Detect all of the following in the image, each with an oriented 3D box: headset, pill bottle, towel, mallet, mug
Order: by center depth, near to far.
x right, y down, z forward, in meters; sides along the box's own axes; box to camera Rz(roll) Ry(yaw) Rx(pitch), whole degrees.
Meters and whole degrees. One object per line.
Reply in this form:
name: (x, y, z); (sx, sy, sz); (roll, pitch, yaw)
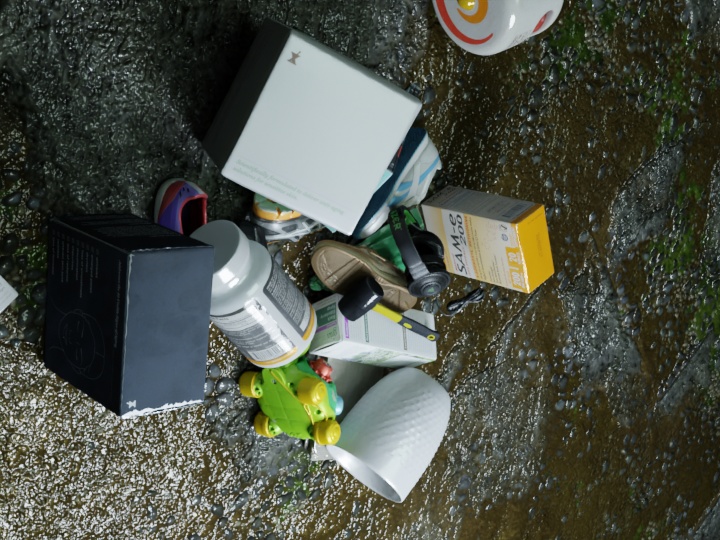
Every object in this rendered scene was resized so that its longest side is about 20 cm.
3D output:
pill bottle: (-0.148, 0.031, 1.390); (0.117, 0.116, 0.200); (-52, 136, -16)
headset: (0.109, -0.013, 1.586); (0.094, 0.124, 0.200); (-24, 122, 12)
mallet: (0.044, 0.074, 1.589); (0.066, 0.041, 0.200); (-35, 138, 17)
mug: (0.057, 0.255, 1.674); (0.176, 0.147, 0.200); (-52, 162, -19)
towel: (-0.024, 0.202, 1.691); (0.132, 0.034, 0.201); (3, 100, -44)

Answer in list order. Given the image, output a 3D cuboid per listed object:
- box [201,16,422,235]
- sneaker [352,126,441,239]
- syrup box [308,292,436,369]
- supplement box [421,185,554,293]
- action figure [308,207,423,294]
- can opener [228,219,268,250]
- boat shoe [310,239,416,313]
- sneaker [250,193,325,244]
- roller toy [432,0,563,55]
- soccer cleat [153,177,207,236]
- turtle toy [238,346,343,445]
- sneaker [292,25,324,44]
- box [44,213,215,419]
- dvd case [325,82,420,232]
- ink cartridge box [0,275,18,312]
box: (-0.067, -0.189, 1.375); (0.198, 0.171, 0.201); (25, 99, -23)
sneaker: (0.055, -0.121, 1.629); (0.200, 0.076, 0.081); (-52, 131, -14)
syrup box: (0.019, 0.096, 1.635); (0.199, 0.079, 0.082); (15, 62, -38)
supplement box: (0.201, -0.052, 1.695); (0.073, 0.199, 0.127); (-34, 123, -33)
action figure: (0.007, -0.014, 1.635); (0.199, 0.055, 0.119); (-24, 120, -27)
can opener: (-0.171, 0.020, 1.484); (0.063, 0.078, 0.201); (-28, 130, -41)
boat shoe: (0.000, 0.000, 1.571); (0.071, 0.065, 0.200); (-38, 133, 24)
sneaker: (-0.084, -0.081, 1.529); (0.199, 0.078, 0.078); (-7, 133, -43)
roller toy: (0.200, -0.421, 1.584); (0.139, 0.200, 0.183); (-29, 127, -30)
soccer cleat: (-0.238, -0.018, 1.401); (0.068, 0.073, 0.201); (-3, 106, -42)
turtle toy: (-0.095, 0.163, 1.557); (0.101, 0.145, 0.201); (-49, 132, -45)
sneaker: (-0.043, -0.268, 1.508); (0.200, 0.066, 0.079); (24, 98, -43)
box: (-0.285, 0.047, 1.297); (0.123, 0.196, 0.201); (-5, 108, -40)
dvd case: (0.018, -0.159, 1.489); (0.022, 0.146, 0.201); (34, 44, -14)
ink cartridge box: (-0.495, -0.005, 1.181); (0.115, 0.068, 0.200); (-49, 130, -19)
